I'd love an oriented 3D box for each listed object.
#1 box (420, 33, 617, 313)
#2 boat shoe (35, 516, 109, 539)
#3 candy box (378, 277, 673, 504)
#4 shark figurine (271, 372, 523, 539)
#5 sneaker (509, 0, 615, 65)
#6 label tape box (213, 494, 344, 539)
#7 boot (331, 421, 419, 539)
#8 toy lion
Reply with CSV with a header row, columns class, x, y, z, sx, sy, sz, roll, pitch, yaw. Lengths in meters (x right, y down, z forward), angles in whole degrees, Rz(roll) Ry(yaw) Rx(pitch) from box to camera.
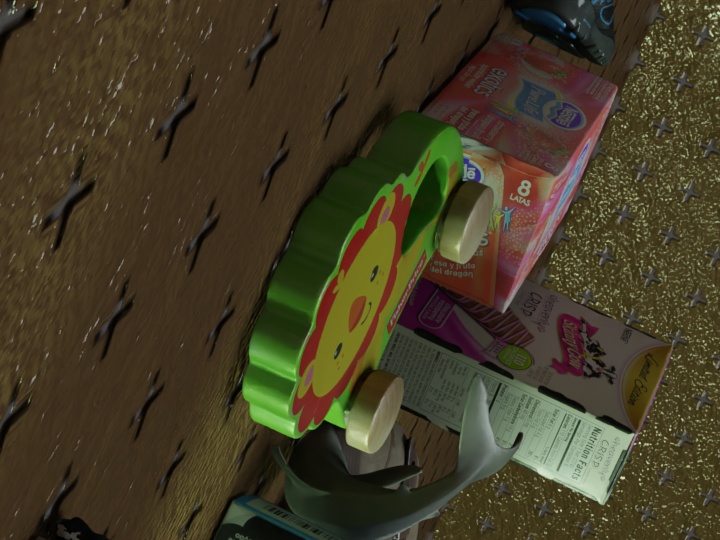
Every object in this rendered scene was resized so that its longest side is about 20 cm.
class,x,y,z,sx,sy,sz,roll,pitch,yaw
box,0.089,-0.068,1.249,0.200,0.094,0.103,-50,162,-63
boat shoe,-0.115,0.194,0.699,0.075,0.092,0.201,93,23,-70
candy box,0.093,0.057,1.267,0.061,0.199,0.136,-69,172,28
shark figurine,-0.006,0.125,1.179,0.214,0.090,0.128,-11,-141,53
sneaker,0.158,-0.199,1.387,0.200,0.073,0.082,4,110,-82
label tape box,-0.048,0.252,1.133,0.201,0.143,0.066,-65,172,-2
boot,-0.008,0.199,1.378,0.146,0.070,0.201,30,75,-61
toy lion,0.000,0.000,1.028,0.201,0.068,0.192,-63,164,-18
